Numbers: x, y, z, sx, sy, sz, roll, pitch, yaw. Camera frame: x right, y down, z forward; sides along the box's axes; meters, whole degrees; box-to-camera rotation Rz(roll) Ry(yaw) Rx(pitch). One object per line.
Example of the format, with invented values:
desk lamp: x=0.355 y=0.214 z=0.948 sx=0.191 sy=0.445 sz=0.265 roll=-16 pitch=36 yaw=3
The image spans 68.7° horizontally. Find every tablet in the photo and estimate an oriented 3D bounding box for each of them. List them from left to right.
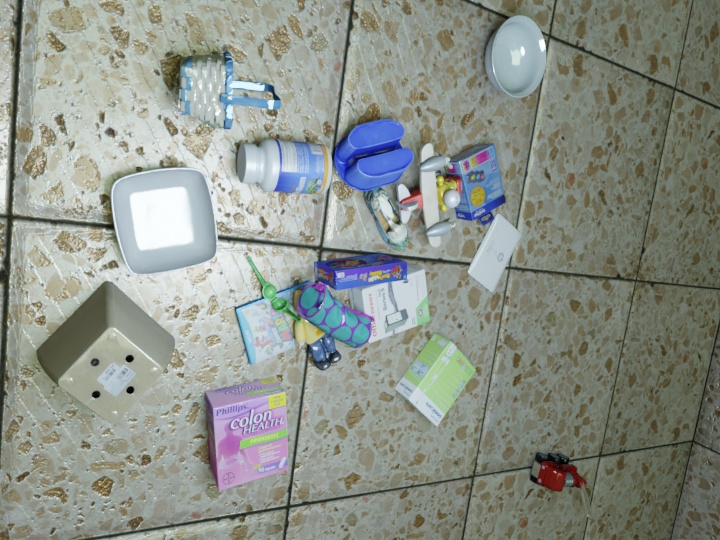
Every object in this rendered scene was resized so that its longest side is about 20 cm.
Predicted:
tablet: x=0.404 y=-0.051 z=1.582 sx=0.129 sy=0.014 sz=0.204 roll=32 pitch=84 yaw=-30

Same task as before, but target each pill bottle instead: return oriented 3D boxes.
pill bottle: x=-0.169 y=-0.230 z=1.169 sx=0.194 sy=0.111 sz=0.116 roll=-2 pitch=102 yaw=-28

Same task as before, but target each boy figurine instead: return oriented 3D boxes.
boy figurine: x=-0.106 y=0.135 z=1.286 sx=0.122 sy=0.064 sz=0.206 roll=-26 pitch=114 yaw=-19

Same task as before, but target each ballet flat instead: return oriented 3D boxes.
ballet flat: x=0.074 y=-0.127 z=1.351 sx=0.074 sy=0.074 sz=0.202 roll=-44 pitch=117 yaw=-14

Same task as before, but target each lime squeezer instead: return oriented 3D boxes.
lime squeezer: x=-0.203 y=0.058 z=1.220 sx=0.037 sy=0.071 sz=0.201 roll=-39 pitch=74 yaw=-6

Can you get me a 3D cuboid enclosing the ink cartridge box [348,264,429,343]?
ink cartridge box: x=0.077 y=0.085 z=1.385 sx=0.195 sy=0.083 sz=0.151 roll=-17 pitch=108 yaw=-25

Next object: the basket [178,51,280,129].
basket: x=-0.264 y=-0.362 z=1.061 sx=0.193 sy=0.177 sz=0.144 roll=-2 pitch=117 yaw=-14

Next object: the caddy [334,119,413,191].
caddy: x=0.032 y=-0.277 z=1.279 sx=0.195 sy=0.105 sz=0.146 roll=-18 pitch=85 yaw=-24

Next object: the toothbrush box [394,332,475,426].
toothbrush box: x=0.215 y=0.310 z=1.508 sx=0.146 sy=0.085 sz=0.202 roll=44 pitch=78 yaw=-29

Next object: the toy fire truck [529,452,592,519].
toy fire truck: x=0.700 y=0.732 z=1.797 sx=0.172 sy=0.199 sz=0.133 roll=14 pitch=94 yaw=-30

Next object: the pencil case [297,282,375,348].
pencil case: x=-0.055 y=0.107 z=1.234 sx=0.093 sy=0.085 sz=0.199 roll=-50 pitch=133 yaw=2

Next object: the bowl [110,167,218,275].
bowl: x=-0.403 y=-0.105 z=1.085 sx=0.194 sy=0.074 sz=0.207 roll=-13 pitch=107 yaw=-26

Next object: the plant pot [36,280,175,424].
plant pot: x=-0.490 y=0.176 z=1.035 sx=0.200 sy=0.176 sz=0.201 roll=-47 pitch=117 yaw=-12

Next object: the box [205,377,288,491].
box: x=-0.267 y=0.381 z=1.246 sx=0.171 sy=0.096 sz=0.208 roll=-6 pitch=103 yaw=-27

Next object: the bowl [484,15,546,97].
bowl: x=0.404 y=-0.572 z=1.432 sx=0.195 sy=0.090 sz=0.209 roll=-6 pitch=102 yaw=-28

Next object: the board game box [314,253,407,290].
board game box: x=0.000 y=0.000 z=1.297 sx=0.194 sy=0.134 sz=0.046 roll=-8 pitch=104 yaw=-27

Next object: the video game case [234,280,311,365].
video game case: x=-0.194 y=0.125 z=1.280 sx=0.195 sy=0.018 sz=0.148 roll=-20 pitch=110 yaw=-24

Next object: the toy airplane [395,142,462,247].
toy airplane: x=0.184 y=-0.186 z=1.325 sx=0.198 sy=0.139 sz=0.204 roll=32 pitch=80 yaw=-45

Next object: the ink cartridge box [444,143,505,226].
ink cartridge box: x=0.323 y=-0.230 z=1.466 sx=0.134 sy=0.076 sz=0.205 roll=-27 pitch=114 yaw=-21
